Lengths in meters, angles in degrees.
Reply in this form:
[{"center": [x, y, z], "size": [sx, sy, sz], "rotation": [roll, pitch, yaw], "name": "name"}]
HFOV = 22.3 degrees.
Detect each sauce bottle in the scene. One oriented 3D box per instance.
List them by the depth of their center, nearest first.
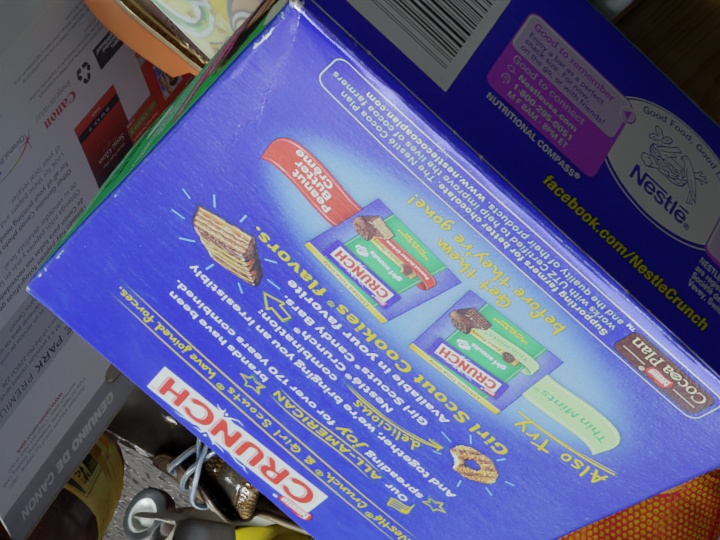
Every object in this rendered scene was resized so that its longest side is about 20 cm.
[{"center": [-0.144, 0.115, 0.805], "size": [0.066, 0.066, 0.200], "rotation": [31, -172, -7], "name": "sauce bottle"}]

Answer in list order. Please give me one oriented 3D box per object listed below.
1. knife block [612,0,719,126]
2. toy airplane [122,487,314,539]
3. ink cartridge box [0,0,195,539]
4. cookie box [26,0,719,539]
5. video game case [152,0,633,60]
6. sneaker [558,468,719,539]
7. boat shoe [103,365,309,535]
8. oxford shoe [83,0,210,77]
[{"center": [0.137, -0.081, 0.528], "size": [0.175, 0.064, 0.200], "rotation": [13, 151, 32], "name": "knife block"}, {"center": [-0.033, 0.177, 0.889], "size": [0.141, 0.200, 0.200], "rotation": [-30, 97, 25], "name": "toy airplane"}, {"center": [-0.143, -0.022, 0.735], "size": [0.084, 0.200, 0.176], "rotation": [13, 141, 29], "name": "ink cartridge box"}, {"center": [0.013, 0.001, 0.544], "size": [0.171, 0.075, 0.200], "rotation": [42, 143, -9], "name": "cookie box"}, {"center": [-0.011, -0.119, 0.525], "size": [0.182, 0.023, 0.200], "rotation": [45, 146, -2], "name": "video game case"}, {"center": [0.109, 0.028, 0.606], "size": [0.073, 0.201, 0.077], "rotation": [26, 172, 18], "name": "sneaker"}, {"center": [-0.051, 0.070, 0.806], "size": [0.199, 0.072, 0.072], "rotation": [19, 117, -12], "name": "boat shoe"}, {"center": [-0.012, -0.080, 0.682], "size": [0.200, 0.071, 0.073], "rotation": [31, 146, -17], "name": "oxford shoe"}]
